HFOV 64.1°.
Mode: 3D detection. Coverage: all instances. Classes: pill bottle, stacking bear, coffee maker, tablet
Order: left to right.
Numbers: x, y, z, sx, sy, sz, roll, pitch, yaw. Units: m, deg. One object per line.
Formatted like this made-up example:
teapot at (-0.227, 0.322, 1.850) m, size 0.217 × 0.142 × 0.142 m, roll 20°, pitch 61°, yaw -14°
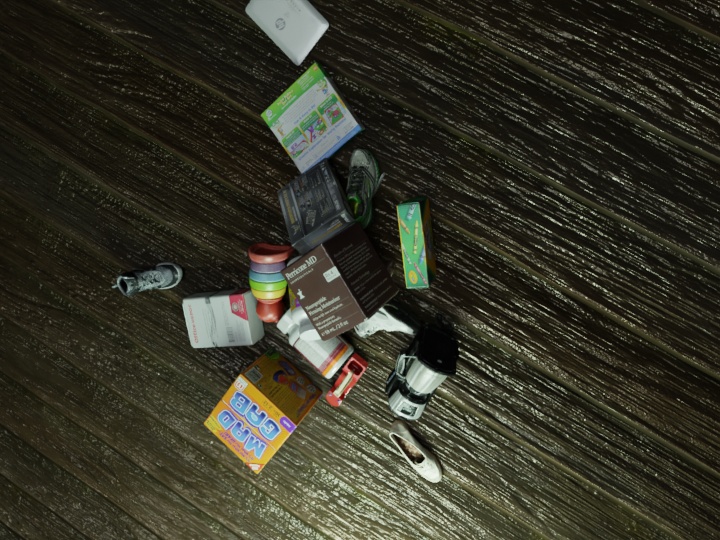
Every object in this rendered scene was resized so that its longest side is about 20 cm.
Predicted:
stacking bear at (-0.245, 0.041, 1.550) m, size 0.119 × 0.114 × 0.204 m, roll 7°, pitch 109°, yaw 16°
tablet at (-0.182, -0.624, 1.418) m, size 0.200 × 0.014 × 0.130 m, roll 46°, pitch 112°, yaw 3°
pill bottle at (-0.130, 0.070, 1.469) m, size 0.103 × 0.104 × 0.203 m, roll -20°, pitch 63°, yaw 21°
pill bottle at (-0.123, 0.183, 1.540) m, size 0.200 × 0.110 × 0.110 m, roll 42°, pitch 111°, yaw 4°
coffee maker at (0.161, 0.249, 1.452) m, size 0.134 × 0.192 × 0.201 m, roll 38°, pitch 128°, yaw 12°

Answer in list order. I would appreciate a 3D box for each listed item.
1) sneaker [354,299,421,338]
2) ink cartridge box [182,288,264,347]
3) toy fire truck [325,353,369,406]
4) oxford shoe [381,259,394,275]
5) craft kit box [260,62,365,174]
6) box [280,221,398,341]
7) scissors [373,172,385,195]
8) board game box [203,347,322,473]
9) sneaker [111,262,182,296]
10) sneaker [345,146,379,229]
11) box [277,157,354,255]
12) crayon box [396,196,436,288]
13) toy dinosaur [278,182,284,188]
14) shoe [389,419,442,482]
sneaker at (0.058, 0.137, 1.502) m, size 0.198 × 0.075 × 0.117 m, roll 28°, pitch 119°, yaw 18°
ink cartridge box at (-0.386, 0.134, 1.624) m, size 0.196 × 0.083 × 0.148 m, roll -5°, pitch 102°, yaw 19°
toy fire truck at (-0.037, 0.292, 1.522) m, size 0.048 × 0.141 × 0.201 m, roll 36°, pitch 110°, yaw 6°
oxford shoe at (0.000, 0.000, 1.490) m, size 0.197 × 0.073 × 0.072 m, roll 5°, pitch 139°, yaw 31°
craft kit box at (-0.121, -0.373, 1.443) m, size 0.199 × 0.049 × 0.199 m, roll -35°, pitch 93°, yaw 21°
box at (-0.048, 0.026, 1.370) m, size 0.165 × 0.164 × 0.202 m, roll -30°, pitch 94°, yaw 39°
scissors at (0.012, -0.157, 1.469) m, size 0.200 × 0.014 × 0.074 m, roll -42°, pitch 81°, yaw 19°
board game box at (-0.262, 0.378, 1.581) m, size 0.199 × 0.200 × 0.201 m, roll 40°, pitch 111°, yaw 5°
sneaker at (-0.616, 0.030, 1.655) m, size 0.197 × 0.114 × 0.077 m, roll -8°, pitch 101°, yaw 19°
sneaker at (0.000, -0.202, 1.416) m, size 0.077 × 0.085 × 0.204 m, roll 1°, pitch 95°, yaw 20°
box at (-0.112, -0.158, 1.398) m, size 0.157 × 0.048 × 0.202 m, roll -33°, pitch 49°, yaw 13°
crayon box at (0.138, -0.070, 1.393) m, size 0.057 × 0.119 × 0.204 m, roll -4°, pitch 102°, yaw 18°
toy dinosaur at (-0.156, -0.138, 1.501) m, size 0.104 × 0.060 × 0.204 m, roll -9°, pitch 100°, yaw 20°
shoe at (0.147, 0.500, 1.561) m, size 0.070 × 0.053 × 0.201 m, roll -40°, pitch 89°, yaw 22°
